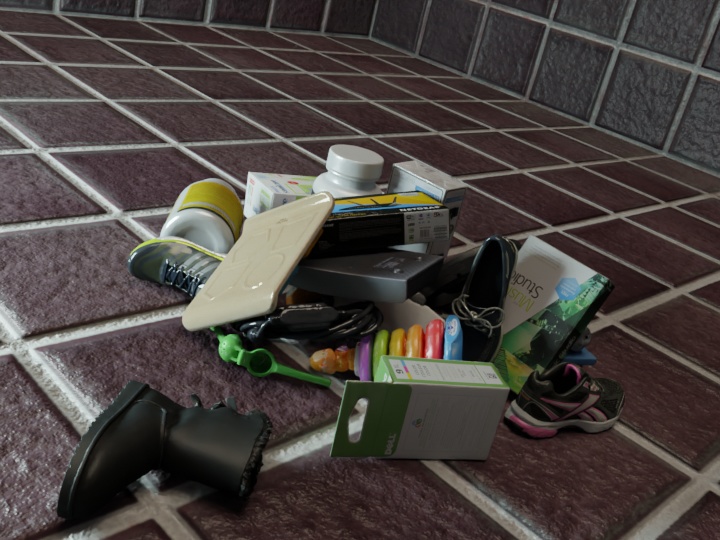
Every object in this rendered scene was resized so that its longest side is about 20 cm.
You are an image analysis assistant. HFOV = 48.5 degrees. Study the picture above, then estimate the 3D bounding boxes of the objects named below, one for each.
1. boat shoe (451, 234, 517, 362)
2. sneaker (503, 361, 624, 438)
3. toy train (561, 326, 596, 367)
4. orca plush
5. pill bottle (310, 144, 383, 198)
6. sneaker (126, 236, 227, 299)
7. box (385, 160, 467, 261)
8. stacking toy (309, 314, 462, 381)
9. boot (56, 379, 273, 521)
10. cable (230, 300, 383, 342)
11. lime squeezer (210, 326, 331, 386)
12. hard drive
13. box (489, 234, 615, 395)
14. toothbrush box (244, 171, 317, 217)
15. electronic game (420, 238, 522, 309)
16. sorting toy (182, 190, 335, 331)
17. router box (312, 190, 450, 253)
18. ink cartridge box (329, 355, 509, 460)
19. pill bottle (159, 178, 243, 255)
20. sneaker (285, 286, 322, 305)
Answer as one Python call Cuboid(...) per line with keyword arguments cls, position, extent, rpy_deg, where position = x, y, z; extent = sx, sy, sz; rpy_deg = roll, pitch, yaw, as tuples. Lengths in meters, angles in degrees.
Cuboid(cls="boat shoe", position=(0.169, 0.049, 1.102), extent=(0.075, 0.201, 0.062), rpy_deg=(21, 6, 24))
Cuboid(cls="sneaker", position=(0.287, 0.163, 1.061), extent=(0.199, 0.087, 0.080), rpy_deg=(-6, 32, -38))
Cuboid(cls="toy train", position=(0.271, 0.084, 1.190), extent=(0.086, 0.115, 0.200), rpy_deg=(2, 26, -23))
Cuboid(cls="orca plush", position=(0.032, 0.079, 1.166), extent=(0.199, 0.071, 0.106), rpy_deg=(5, 70, -11))
Cuboid(cls="pill bottle", position=(-0.027, -0.097, 1.315), extent=(0.119, 0.201, 0.120), rpy_deg=(12, 23, -5))
Cuboid(cls="sneaker", position=(-0.234, 0.007, 1.139), extent=(0.199, 0.074, 0.081), rpy_deg=(9, 28, -6))
Cuboid(cls="box", position=(0.090, -0.065, 1.311), extent=(0.116, 0.201, 0.060), rpy_deg=(33, 31, 32))
Cuboid(cls="stacking toy", position=(0.032, 0.116, 1.035), extent=(0.199, 0.110, 0.116), rpy_deg=(1, 22, 8))
Cuboid(cls="boot", position=(-0.181, 0.185, 0.783), extent=(0.162, 0.074, 0.198), rpy_deg=(18, 23, 0))
Cuboid(cls="cable", position=(-0.065, 0.071, 1.043), extent=(0.199, 0.051, 0.163), rpy_deg=(-5, -6, -26))
Cuboid(cls="lime squeezer", position=(-0.136, 0.111, 1.021), extent=(0.199, 0.038, 0.071), rpy_deg=(23, -6, 21))
Cuboid(cls="hard drive", position=(0.000, 0.000, 1.092), extent=(0.199, 0.043, 0.135), rpy_deg=(8, 19, 28))
Cuboid(cls="box", position=(0.240, 0.065, 1.125), extent=(0.144, 0.201, 0.036), rpy_deg=(36, 4, 42))
Cuboid(cls="toothbrush box", position=(-0.093, -0.114, 1.443), extent=(0.199, 0.087, 0.146), rpy_deg=(0, 21, -25))
Cuboid(cls="electronic game", position=(0.157, 0.007, 1.229), extent=(0.199, 0.200, 0.042), rpy_deg=(-10, 69, -43))
Cuboid(cls="sorting toy", position=(-0.130, -0.008, 1.052), extent=(0.184, 0.037, 0.201), rpy_deg=(-15, 38, 41))
Cuboid(cls="router box", position=(0.013, -0.074, 1.168), extent=(0.199, 0.051, 0.149), rpy_deg=(-6, 17, -13))
Cuboid(cls="ink cartridge box", position=(0.062, 0.159, 0.925), extent=(0.199, 0.104, 0.059), rpy_deg=(5, 25, -19))
Cuboid(cls="pill bottle", position=(-0.243, -0.075, 1.257), extent=(0.111, 0.113, 0.200), rpy_deg=(11, 24, -6))
Cuboid(cls="sneaker", position=(-0.045, 0.027, 1.218), extent=(0.092, 0.076, 0.199), rpy_deg=(6, 16, 45))
